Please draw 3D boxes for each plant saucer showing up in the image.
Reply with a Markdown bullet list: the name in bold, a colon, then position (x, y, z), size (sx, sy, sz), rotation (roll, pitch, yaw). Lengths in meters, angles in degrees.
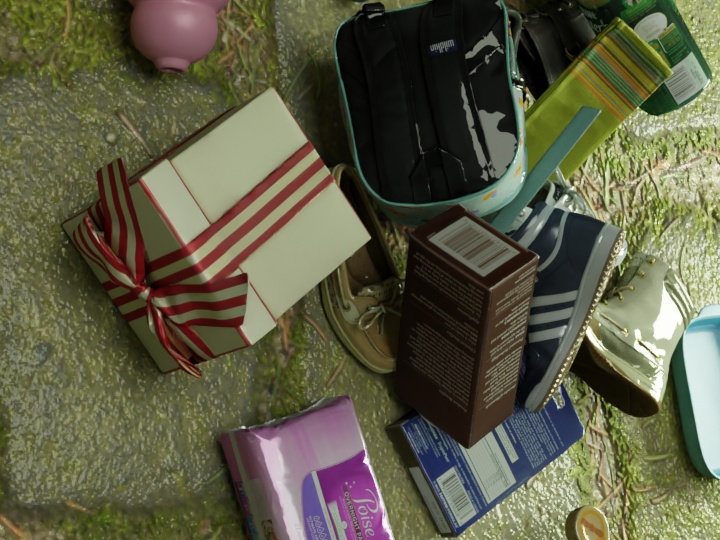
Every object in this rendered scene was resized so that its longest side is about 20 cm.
- **plant saucer**: position (0.160, -0.078, 1.521), size (0.019, 0.070, 0.200), rotation (39, 98, 1)

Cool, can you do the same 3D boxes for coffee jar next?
- **coffee jar**: position (0.281, -0.265, 1.646), size (0.085, 0.104, 0.201), rotation (-32, 114, 5)

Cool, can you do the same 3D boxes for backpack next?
- **backpack**: position (0.071, -0.140, 1.488), size (0.174, 0.154, 0.202), rotation (-11, 69, 4)

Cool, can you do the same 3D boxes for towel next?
- **towel**: position (0.222, -0.158, 1.622), size (0.086, 0.018, 0.200), rotation (38, 105, -19)

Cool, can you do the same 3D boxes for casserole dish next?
- **casserole dish**: position (0.391, 0.139, 1.735), size (0.120, 0.039, 0.202), rotation (-4, 80, -34)

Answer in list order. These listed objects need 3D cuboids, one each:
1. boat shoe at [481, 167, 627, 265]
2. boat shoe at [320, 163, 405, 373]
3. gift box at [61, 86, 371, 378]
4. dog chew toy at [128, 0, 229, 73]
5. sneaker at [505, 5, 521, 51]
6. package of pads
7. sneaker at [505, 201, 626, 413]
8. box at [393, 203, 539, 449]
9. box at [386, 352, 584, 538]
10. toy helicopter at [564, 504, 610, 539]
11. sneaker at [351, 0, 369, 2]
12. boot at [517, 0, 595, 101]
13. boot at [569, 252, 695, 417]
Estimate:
- **boat shoe**: position (0.192, -0.063, 1.604), size (0.200, 0.075, 0.087), rotation (12, 112, -20)
- **boat shoe**: position (0.000, 0.000, 1.489), size (0.073, 0.062, 0.202), rotation (-27, 94, -35)
- **gift box**: position (-0.127, -0.035, 1.335), size (0.187, 0.200, 0.185), rotation (-40, 97, -32)
- **dog chew toy**: position (-0.162, -0.277, 1.417), size (0.124, 0.124, 0.202), rotation (6, 83, -32)
- **sneaker**: position (0.114, -0.182, 1.600), size (0.074, 0.079, 0.202), rotation (26, 67, -28)
- **package of pads**: position (-0.038, 0.219, 1.404), size (0.120, 0.075, 0.202), rotation (-17, 88, -34)
- **sneaker**: position (0.171, 0.031, 1.540), size (0.108, 0.202, 0.070), rotation (25, 17, 12)
- **box**: position (0.093, 0.053, 1.440), size (0.100, 0.201, 0.075), rotation (35, 48, 30)
- **box**: position (0.127, 0.158, 1.555), size (0.199, 0.032, 0.122), rotation (-31, 97, -33)
- **toy helicopter**: position (0.269, 0.322, 1.587), size (0.132, 0.079, 0.201), rotation (-28, 91, -36)
- **sneaker**: position (-0.018, -0.372, 1.557), size (0.131, 0.079, 0.201), rotation (-44, 105, -32)
- **boot**: position (0.217, -0.283, 1.699), size (0.173, 0.069, 0.202), rotation (-26, 96, -36)
- **boot**: position (0.256, 0.036, 1.649), size (0.200, 0.072, 0.155), rotation (40, 56, -13)
